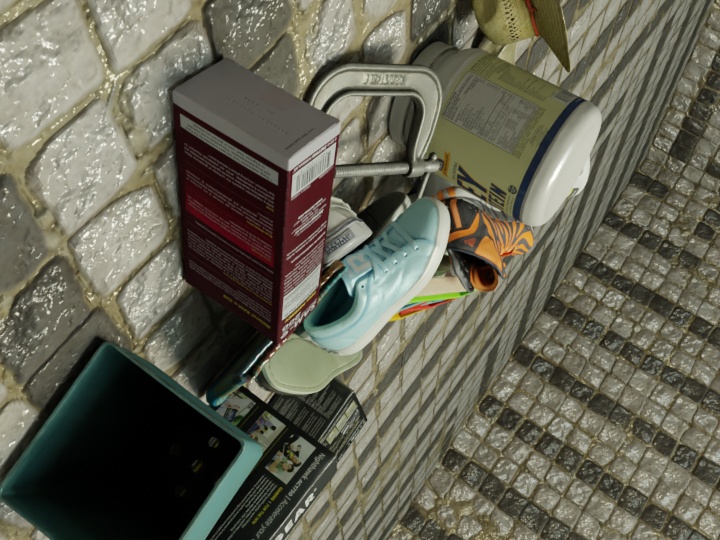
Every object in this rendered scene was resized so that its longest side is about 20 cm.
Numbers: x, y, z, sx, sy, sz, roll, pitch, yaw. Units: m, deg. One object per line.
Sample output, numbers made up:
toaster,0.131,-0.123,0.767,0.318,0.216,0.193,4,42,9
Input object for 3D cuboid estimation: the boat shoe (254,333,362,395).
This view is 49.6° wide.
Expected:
boat shoe,-0.069,0.112,0.933,0.060,0.072,0.201,-24,173,28

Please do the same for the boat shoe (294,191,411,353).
boat shoe,0.000,0.001,0.900,0.065,0.074,0.203,34,89,-28

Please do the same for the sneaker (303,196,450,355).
sneaker,0.016,0.003,0.813,0.201,0.074,0.082,-55,145,5

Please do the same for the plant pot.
plant pot,-0.170,0.169,0.677,0.142,0.141,0.200,-55,168,-7

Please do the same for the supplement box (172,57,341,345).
supplement box,-0.082,-0.046,0.601,0.061,0.108,0.201,-43,157,-37

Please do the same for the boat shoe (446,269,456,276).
boat shoe,0.157,-0.075,1.078,0.067,0.073,0.202,-20,-118,55

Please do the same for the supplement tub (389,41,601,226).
supplement tub,0.146,-0.155,0.864,0.145,0.199,0.146,-48,159,-26

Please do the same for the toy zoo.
toy zoo,0.048,0.044,1.009,0.130,0.021,0.199,-4,166,-40

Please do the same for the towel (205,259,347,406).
towel,-0.087,0.067,0.763,0.147,0.022,0.200,-50,-174,-23

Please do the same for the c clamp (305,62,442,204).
c clamp,0.016,-0.120,0.766,0.199,0.027,0.172,-4,123,-42

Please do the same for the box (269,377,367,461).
box,-0.088,0.242,1.057,0.201,0.086,0.164,-54,161,-15

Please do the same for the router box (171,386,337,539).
router box,-0.141,0.236,0.820,0.200,0.149,0.051,-48,158,-27

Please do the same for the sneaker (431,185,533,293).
sneaker,0.156,-0.021,0.956,0.077,0.113,0.199,-27,151,36

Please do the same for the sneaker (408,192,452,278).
sneaker,0.084,-0.037,1.022,0.200,0.115,0.074,-33,147,-54

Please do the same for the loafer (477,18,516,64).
loafer,0.180,-0.237,1.026,0.076,0.068,0.201,-49,160,-30

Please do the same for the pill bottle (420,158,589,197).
pill bottle,0.181,-0.135,0.998,0.198,0.113,0.112,-10,146,-9

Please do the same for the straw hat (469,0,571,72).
straw hat,0.165,-0.298,0.860,0.084,0.203,0.201,-16,167,13

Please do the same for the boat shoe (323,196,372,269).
boat shoe,-0.035,-0.042,0.786,0.072,0.066,0.200,-36,-179,4
